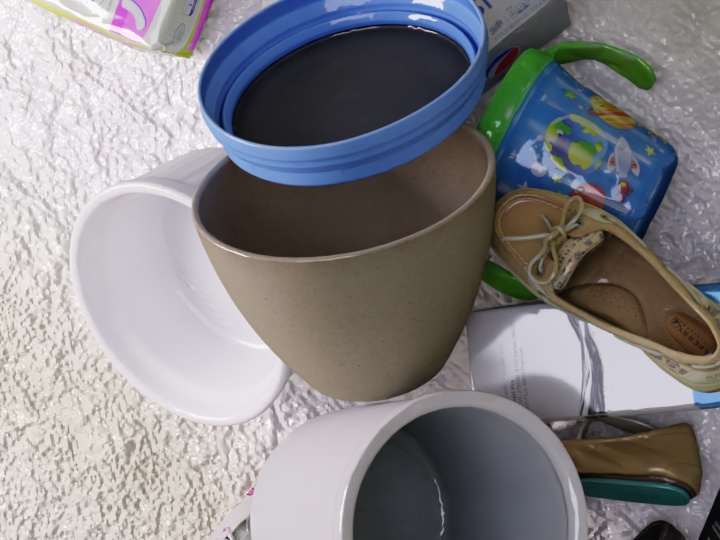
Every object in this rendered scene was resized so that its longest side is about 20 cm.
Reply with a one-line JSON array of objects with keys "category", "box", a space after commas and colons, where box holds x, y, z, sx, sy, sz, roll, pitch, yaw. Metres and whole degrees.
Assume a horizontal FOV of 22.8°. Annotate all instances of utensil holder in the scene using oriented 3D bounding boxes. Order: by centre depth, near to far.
[{"category": "utensil holder", "box": [0.030, 0.169, 1.183, 0.169, 0.200, 0.171, 3, 82, -21]}]

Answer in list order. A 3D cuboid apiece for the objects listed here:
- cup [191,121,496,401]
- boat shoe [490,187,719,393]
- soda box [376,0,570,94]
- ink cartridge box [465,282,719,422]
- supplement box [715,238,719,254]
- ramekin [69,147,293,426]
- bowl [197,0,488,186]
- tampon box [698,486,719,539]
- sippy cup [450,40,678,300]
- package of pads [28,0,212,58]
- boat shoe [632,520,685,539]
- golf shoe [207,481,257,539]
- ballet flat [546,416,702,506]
[{"category": "cup", "box": [0.000, 0.000, 1.184, 0.199, 0.201, 0.144, 1, 123, 19]}, {"category": "boat shoe", "box": [0.161, 0.003, 1.143, 0.199, 0.063, 0.074, 32, 89, 25]}, {"category": "soda box", "box": [0.055, -0.150, 1.289, 0.200, 0.068, 0.064, -39, 72, 0]}, {"category": "ink cartridge box", "box": [0.186, 0.057, 1.239, 0.199, 0.144, 0.085, -7, 88, 19]}, {"category": "supplement box", "box": [0.336, -0.076, 1.204, 0.101, 0.103, 0.201, 32, 101, 15]}, {"category": "ramekin", "box": [-0.110, 0.006, 1.332, 0.200, 0.098, 0.202, 19, 127, 28]}, {"category": "bowl", "box": [-0.010, -0.129, 1.195, 0.199, 0.201, 0.040, -1, 132, 20]}, {"category": "tampon box", "box": [0.291, 0.258, 1.200, 0.149, 0.126, 0.201, 20, 99, -3]}, {"category": "sippy cup", "box": [0.148, -0.069, 1.257, 0.130, 0.140, 0.179, 26, 106, 10]}, {"category": "package of pads", "box": [-0.199, -0.267, 1.405, 0.199, 0.068, 0.155, 26, 99, 18]}, {"category": "boat shoe", "box": [0.152, 0.234, 1.246, 0.073, 0.200, 0.074, 50, 150, 0]}, {"category": "golf shoe", "box": [-0.075, 0.212, 1.368, 0.073, 0.092, 0.200, 39, 102, 16]}, {"category": "ballet flat", "box": [0.152, 0.137, 1.308, 0.199, 0.069, 0.063, 0, 64, 17]}]
